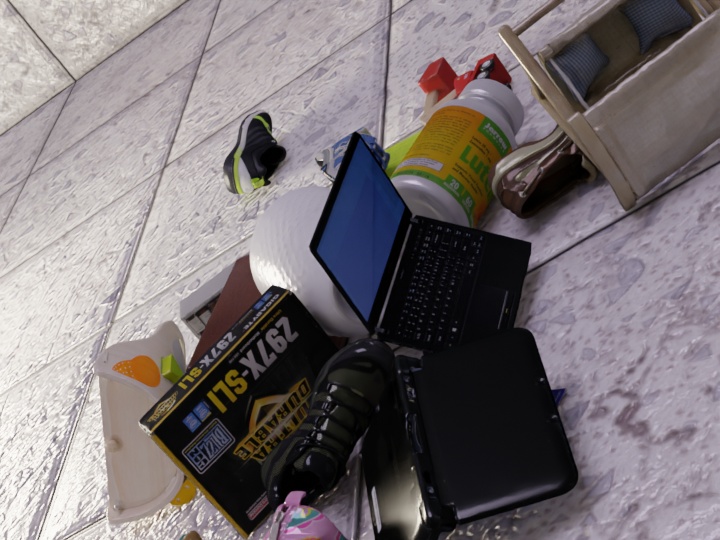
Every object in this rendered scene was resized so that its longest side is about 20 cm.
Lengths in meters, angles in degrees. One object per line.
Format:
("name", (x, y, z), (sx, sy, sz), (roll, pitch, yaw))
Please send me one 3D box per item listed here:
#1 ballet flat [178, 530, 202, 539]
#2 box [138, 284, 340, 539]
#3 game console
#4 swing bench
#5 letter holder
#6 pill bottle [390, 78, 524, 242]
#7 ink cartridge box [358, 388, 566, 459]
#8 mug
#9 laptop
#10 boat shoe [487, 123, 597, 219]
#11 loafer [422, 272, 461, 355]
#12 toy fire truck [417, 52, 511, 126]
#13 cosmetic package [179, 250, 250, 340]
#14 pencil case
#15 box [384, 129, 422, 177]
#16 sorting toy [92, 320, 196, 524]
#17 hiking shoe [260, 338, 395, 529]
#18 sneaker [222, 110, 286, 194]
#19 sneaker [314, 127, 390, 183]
("ballet flat", (-0.168, 0.334, 1.359), (0.062, 0.069, 0.201), (4, 44, 18))
("box", (-0.100, 0.141, 1.453), (0.200, 0.160, 0.049), (-45, 24, -14))
("game console", (0.085, 0.168, 1.242), (0.201, 0.115, 0.178), (-101, 25, -53))
("swing bench", (0.280, -0.206, 1.443), (0.198, 0.130, 0.201), (-37, 56, 5))
("letter holder", (-0.090, 0.062, 1.650), (0.141, 0.101, 0.201), (-22, 29, 30))
("pill bottle", (0.113, -0.125, 1.658), (0.110, 0.111, 0.201), (-11, 37, 47))
("ink cartridge box", (0.091, 0.141, 1.330), (0.198, 0.037, 0.095), (-8, 39, 47))
("mug", (0.000, 0.000, 1.536), (0.175, 0.197, 0.150), (26, 105, 65))
("laptop", (0.064, -0.022, 1.392), (0.197, 0.104, 0.179), (14, 46, 7))
("boat shoe", (0.237, -0.123, 1.545), (0.201, 0.075, 0.075), (-36, 46, 7))
("loafer", (0.101, 0.024, 1.467), (0.067, 0.071, 0.202), (-21, 30, 31))
("toy fire truck", (0.124, -0.218, 1.879), (0.140, 0.049, 0.201), (-21, 31, 37))
("cosmetic package", (-0.123, 0.021, 1.788), (0.199, 0.083, 0.051), (-36, 26, 10))
("pencil case", (-0.085, 0.294, 1.260), (0.087, 0.088, 0.201), (-7, 41, 50))
("box", (0.032, -0.084, 1.783), (0.121, 0.048, 0.201), (-27, 27, 28))
("sorting toy", (-0.225, 0.152, 1.625), (0.105, 0.203, 0.181), (3, 29, 3))
("hiking shoe", (-0.024, 0.160, 1.380), (0.201, 0.075, 0.101), (-57, 17, 17))
("sneaker", (-0.148, -0.177, 2.213), (0.082, 0.072, 0.201), (-4, 37, 15))
("sneaker", (-0.003, -0.128, 1.757), (0.077, 0.076, 0.200), (-42, 24, 4))
